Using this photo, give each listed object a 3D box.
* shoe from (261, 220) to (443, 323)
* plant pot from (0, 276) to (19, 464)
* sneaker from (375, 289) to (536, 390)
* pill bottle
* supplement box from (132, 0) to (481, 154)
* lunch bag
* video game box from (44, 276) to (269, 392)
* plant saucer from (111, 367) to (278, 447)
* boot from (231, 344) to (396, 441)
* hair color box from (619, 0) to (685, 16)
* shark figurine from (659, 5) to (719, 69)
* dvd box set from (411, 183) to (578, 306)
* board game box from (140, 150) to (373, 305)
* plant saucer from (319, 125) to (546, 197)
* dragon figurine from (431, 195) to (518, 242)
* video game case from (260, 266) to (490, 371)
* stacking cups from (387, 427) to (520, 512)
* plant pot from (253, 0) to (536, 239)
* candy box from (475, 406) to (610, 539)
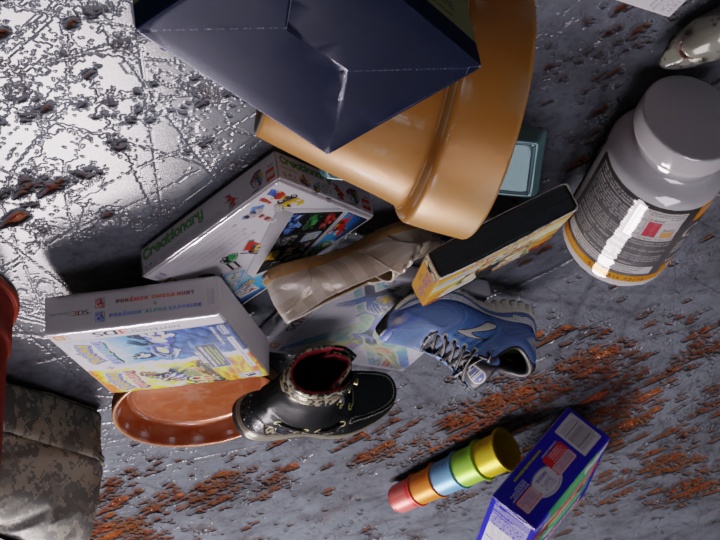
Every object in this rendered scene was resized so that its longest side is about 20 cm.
[{"bbox_3d":[0.000,0.000,1.499,0.198,0.054,0.070,-18,166,-22],"label":"shoe"},{"bbox_3d":[-0.424,0.122,1.473,0.198,0.197,0.201,-8,150,-5],"label":"plant pot"},{"bbox_3d":[0.109,0.074,1.619,0.198,0.090,0.079,7,144,-27],"label":"sneaker"},{"bbox_3d":[0.270,-0.082,1.424,0.115,0.117,0.201,-1,149,-15],"label":"pill bottle"},{"bbox_3d":[-0.042,-0.223,1.001,0.133,0.202,0.199,-26,146,26],"label":"supplement box"},{"bbox_3d":[-0.388,0.231,1.695,0.139,0.169,0.199,-28,145,28],"label":"lunch bag"},{"bbox_3d":[-0.203,0.069,1.562,0.180,0.047,0.200,-5,158,10],"label":"video game box"},{"bbox_3d":[-0.186,0.146,1.751,0.198,0.033,0.201,-8,149,-5],"label":"plant saucer"},{"bbox_3d":[-0.025,0.131,1.675,0.202,0.074,0.154,-6,160,-29],"label":"boot"},{"bbox_3d":[0.183,-0.267,1.137,0.198,0.065,0.111,9,144,-31],"label":"hair color box"},{"bbox_3d":[0.377,-0.188,1.296,0.089,0.213,0.129,-32,148,-61],"label":"shark figurine"},{"bbox_3d":[0.124,-0.021,1.458,0.145,0.030,0.200,-27,174,-6],"label":"dvd box set"},{"bbox_3d":[-0.101,-0.035,1.467,0.199,0.035,0.126,-33,145,33],"label":"board game box"},{"bbox_3d":[0.062,-0.101,1.351,0.197,0.019,0.071,5,126,1],"label":"plant saucer"},{"bbox_3d":[0.080,-0.084,1.417,0.099,0.059,0.200,-24,148,22],"label":"dragon figurine"},{"bbox_3d":[0.012,0.049,1.658,0.198,0.022,0.182,10,144,-31],"label":"video game case"},{"bbox_3d":[0.123,0.273,2.041,0.060,0.061,0.199,19,141,-40],"label":"stacking cups"},{"bbox_3d":[0.019,-0.143,1.188,0.181,0.202,0.201,13,146,-9],"label":"plant pot"},{"bbox_3d":[0.235,0.298,2.015,0.169,0.077,0.201,-45,163,-24],"label":"candy box"}]
